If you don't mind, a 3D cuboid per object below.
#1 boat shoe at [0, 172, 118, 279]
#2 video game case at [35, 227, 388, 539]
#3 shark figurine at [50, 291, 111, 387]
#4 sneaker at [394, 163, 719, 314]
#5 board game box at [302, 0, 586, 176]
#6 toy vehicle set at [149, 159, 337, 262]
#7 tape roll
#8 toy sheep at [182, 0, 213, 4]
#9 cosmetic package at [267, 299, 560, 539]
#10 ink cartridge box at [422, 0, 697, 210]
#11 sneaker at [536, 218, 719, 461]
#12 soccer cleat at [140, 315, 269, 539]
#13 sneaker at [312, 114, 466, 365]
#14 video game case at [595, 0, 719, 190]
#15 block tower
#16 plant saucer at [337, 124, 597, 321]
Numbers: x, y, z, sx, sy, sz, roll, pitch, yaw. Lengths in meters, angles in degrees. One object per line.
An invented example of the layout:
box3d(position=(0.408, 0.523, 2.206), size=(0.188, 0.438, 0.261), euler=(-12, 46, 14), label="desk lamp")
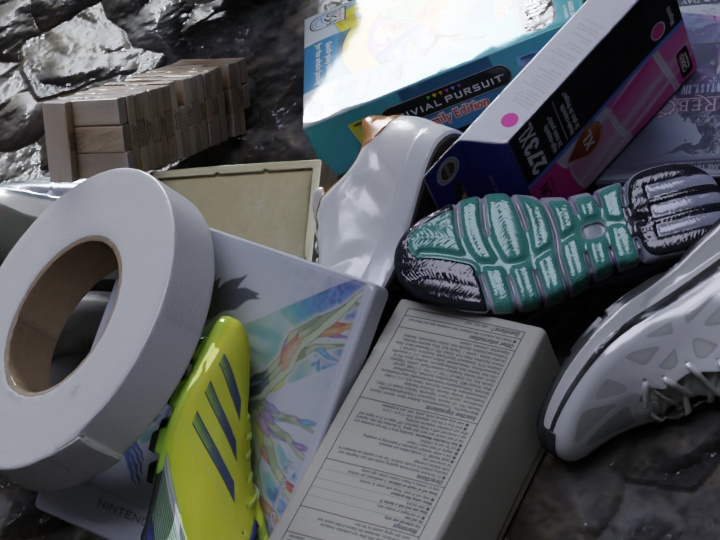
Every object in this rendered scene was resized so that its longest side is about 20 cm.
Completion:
box3d(position=(-0.198, -0.035, 1.504), size=(0.199, 0.071, 0.072), euler=(3, 32, 29), label="boat shoe")
box3d(position=(-0.093, 0.079, 1.315), size=(0.181, 0.022, 0.201), euler=(18, 86, 30), label="video game case")
box3d(position=(-0.236, 0.053, 1.423), size=(0.214, 0.090, 0.128), euler=(-34, 45, -10), label="shark figurine")
box3d(position=(0.121, -0.005, 1.305), size=(0.198, 0.088, 0.075), euler=(-9, 69, 3), label="sneaker")
box3d(position=(0.059, -0.153, 1.463), size=(0.199, 0.047, 0.151), euler=(-21, 32, 12), label="board game box")
box3d(position=(-0.086, 0.030, 1.372), size=(0.123, 0.027, 0.202), euler=(-2, 70, 22), label="toy vehicle set")
box3d(position=(-0.168, 0.035, 1.307), size=(0.202, 0.037, 0.204), euler=(-29, 45, 33), label="tape roll")
box3d(position=(-0.117, -0.261, 1.614), size=(0.137, 0.138, 0.200), euler=(18, 55, 34), label="toy sheep")
box3d(position=(0.033, 0.121, 1.252), size=(0.103, 0.073, 0.201), euler=(12, 57, 31), label="cosmetic package")
box3d(position=(0.126, -0.094, 1.334), size=(0.200, 0.095, 0.037), euler=(-45, 52, -13), label="ink cartridge box")
box3d(position=(0.200, 0.057, 1.234), size=(0.200, 0.076, 0.115), euler=(-43, 59, 0), label="sneaker")
box3d(position=(-0.086, 0.128, 1.264), size=(0.083, 0.065, 0.202), euler=(14, 79, 0), label="soccer cleat")
box3d(position=(0.000, 0.000, 1.343), size=(0.084, 0.073, 0.201), euler=(20, 88, 35), label="sneaker")
box3d(position=(0.233, -0.134, 1.394), size=(0.142, 0.019, 0.201), euler=(-3, 53, 22), label="video game case")
box3d(position=(-0.140, -0.104, 1.468), size=(0.057, 0.054, 0.200), euler=(0, 13, 24), label="block tower")
box3d(position=(0.058, -0.041, 1.412), size=(0.199, 0.032, 0.201), euler=(-13, 46, 13), label="plant saucer")
